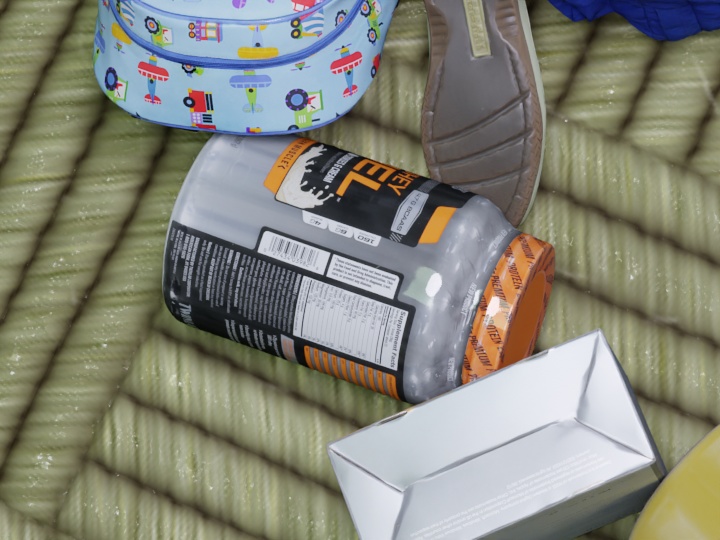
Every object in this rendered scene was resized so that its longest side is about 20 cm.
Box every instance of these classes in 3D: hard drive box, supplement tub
[{"bbox_3d":[0.079,0.107,1.513,0.155,0.200,0.077,-23,78,4],"label":"hard drive box"},{"bbox_3d":[0.000,0.000,1.579,0.199,0.123,0.123,19,84,14],"label":"supplement tub"}]

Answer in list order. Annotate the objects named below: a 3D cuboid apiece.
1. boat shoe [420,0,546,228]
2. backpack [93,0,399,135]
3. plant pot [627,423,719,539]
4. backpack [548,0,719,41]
[{"bbox_3d":[0.073,-0.121,1.618,0.071,0.076,0.201,0,104,12],"label":"boat shoe"},{"bbox_3d":[-0.065,-0.175,1.581,0.181,0.135,0.201,8,50,10],"label":"backpack"},{"bbox_3d":[0.246,0.175,1.489,0.201,0.201,0.189,-46,63,0],"label":"plant pot"},{"bbox_3d":[0.163,-0.214,1.554,0.167,0.200,0.164,-13,81,17],"label":"backpack"}]
